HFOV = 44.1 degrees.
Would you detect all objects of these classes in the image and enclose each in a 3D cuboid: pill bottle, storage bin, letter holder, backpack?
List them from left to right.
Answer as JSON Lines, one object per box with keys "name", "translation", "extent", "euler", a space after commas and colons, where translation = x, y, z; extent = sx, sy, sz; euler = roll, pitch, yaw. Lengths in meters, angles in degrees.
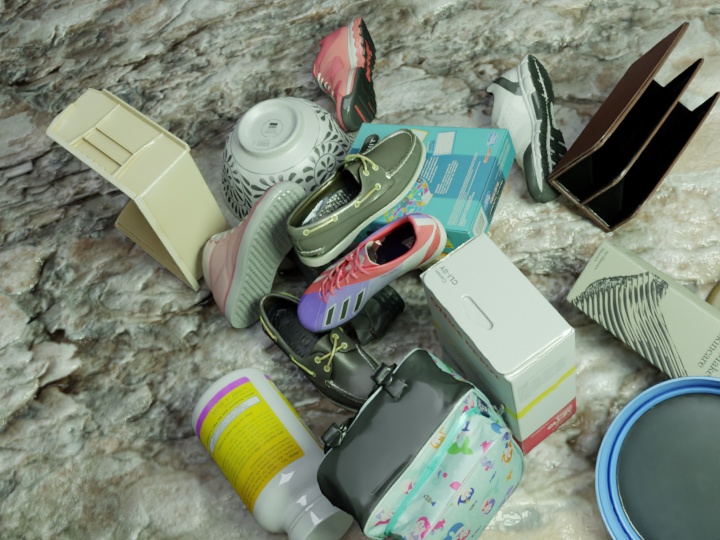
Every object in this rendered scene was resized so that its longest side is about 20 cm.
{"name": "storage bin", "translation": [-0.275, -0.106, 1.131], "extent": [0.197, 0.201, 0.094], "euler": [33, 71, 29]}
{"name": "pill bottle", "translation": [-0.092, 0.206, 0.956], "extent": [0.104, 0.105, 0.200], "euler": [-38, 58, -9]}
{"name": "backpack", "translation": [0.069, 0.190, 0.866], "extent": [0.150, 0.200, 0.178], "euler": [36, 83, 25]}
{"name": "letter holder", "translation": [0.330, -0.165, 1.021], "extent": [0.100, 0.142, 0.201], "euler": [39, 74, -1]}

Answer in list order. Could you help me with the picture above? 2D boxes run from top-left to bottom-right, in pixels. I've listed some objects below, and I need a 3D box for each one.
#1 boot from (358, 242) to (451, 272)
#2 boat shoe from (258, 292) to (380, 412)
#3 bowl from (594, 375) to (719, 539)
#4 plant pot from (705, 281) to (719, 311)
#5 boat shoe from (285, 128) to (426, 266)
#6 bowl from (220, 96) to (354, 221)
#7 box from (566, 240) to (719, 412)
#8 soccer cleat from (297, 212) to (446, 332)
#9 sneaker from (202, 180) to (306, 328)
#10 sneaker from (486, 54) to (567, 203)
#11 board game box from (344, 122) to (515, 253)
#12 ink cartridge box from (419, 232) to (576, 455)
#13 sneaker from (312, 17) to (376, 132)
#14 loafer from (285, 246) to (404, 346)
{"name": "boot", "translation": [0.093, -0.059, 1.082], "extent": [0.198, 0.071, 0.146], "euler": [6, 62, 23]}
{"name": "boat shoe", "translation": [-0.045, 0.095, 1.033], "extent": [0.200, 0.061, 0.072], "euler": [34, 76, 29]}
{"name": "bowl", "translation": [0.326, 0.202, 0.841], "extent": [0.197, 0.039, 0.205], "euler": [-3, 84, 24]}
{"name": "plant pot", "translation": [0.461, 0.067, 0.935], "extent": [0.196, 0.028, 0.203], "euler": [-7, 60, 12]}
{"name": "boat shoe", "translation": [-0.004, -0.094, 1.012], "extent": [0.202, 0.061, 0.072], "euler": [-45, 49, -12]}
{"name": "bowl", "translation": [-0.109, -0.164, 1.184], "extent": [0.197, 0.095, 0.204], "euler": [-7, 58, 12]}
{"name": "box", "translation": [0.322, 0.056, 0.934], "extent": [0.199, 0.068, 0.083], "euler": [40, 107, 34]}
{"name": "soccer cleat", "translation": [0.000, 0.000, 0.971], "extent": [0.199, 0.073, 0.069], "euler": [-33, 70, 18]}
{"name": "sneaker", "translation": [-0.139, -0.039, 1.082], "extent": [0.105, 0.075, 0.202], "euler": [47, 124, 37]}
{"name": "sneaker", "translation": [0.211, -0.170, 1.128], "extent": [0.079, 0.073, 0.203], "euler": [-24, 57, 35]}
{"name": "board game box", "translation": [0.067, -0.101, 1.056], "extent": [0.197, 0.047, 0.153], "euler": [8, 59, 30]}
{"name": "ink cartridge box", "translation": [0.146, 0.079, 0.909], "extent": [0.083, 0.201, 0.146], "euler": [-35, 58, -7]}
{"name": "sneaker", "translation": [-0.026, -0.264, 1.245], "extent": [0.085, 0.074, 0.203], "euler": [-12, 50, 19]}
{"name": "loafer", "translation": [-0.042, 0.013, 1.077], "extent": [0.199, 0.073, 0.073], "euler": [33, 77, 30]}
